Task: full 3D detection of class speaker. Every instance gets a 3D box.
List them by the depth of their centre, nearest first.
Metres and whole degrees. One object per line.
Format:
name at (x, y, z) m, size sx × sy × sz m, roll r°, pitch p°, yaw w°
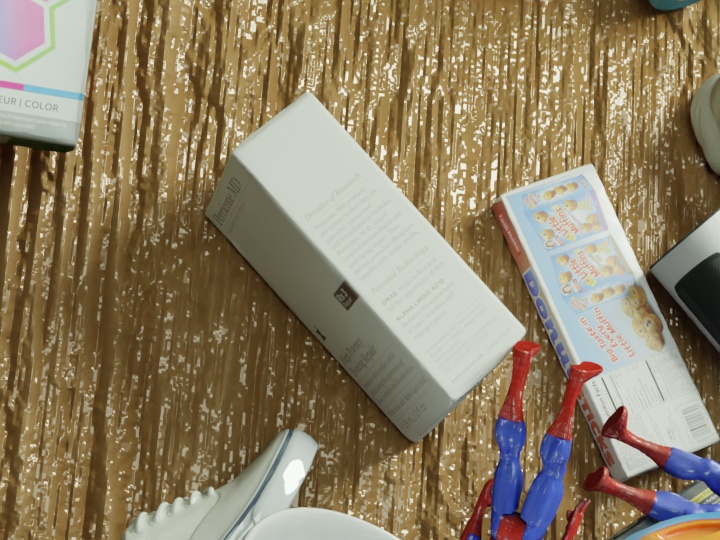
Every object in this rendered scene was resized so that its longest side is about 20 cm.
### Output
speaker at (0.280, 0.050, 1.252) m, size 0.081 × 0.081 × 0.200 m, roll -36°, pitch 84°, yaw -22°

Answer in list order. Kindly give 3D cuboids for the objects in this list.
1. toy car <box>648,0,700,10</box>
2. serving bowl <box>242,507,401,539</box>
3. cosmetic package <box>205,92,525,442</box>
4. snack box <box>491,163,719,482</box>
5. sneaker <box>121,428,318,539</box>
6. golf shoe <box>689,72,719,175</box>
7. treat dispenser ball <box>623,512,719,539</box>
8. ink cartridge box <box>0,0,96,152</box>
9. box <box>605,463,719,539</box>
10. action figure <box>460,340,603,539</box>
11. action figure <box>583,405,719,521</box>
toy car at (0.256, -0.307, 1.304) m, size 0.176 × 0.200 × 0.185 m, roll -13°, pitch 75°, yaw -18°
serving bowl at (-0.001, 0.222, 1.030) m, size 0.200 × 0.066 × 0.200 m, roll 33°, pitch 25°, yaw -18°
cosmetic package at (0.000, 0.000, 1.189) m, size 0.200 × 0.102 × 0.074 m, roll 46°, pitch 66°, yaw 6°
snack box at (0.157, 0.032, 1.257) m, size 0.072 × 0.024 × 0.201 m, roll -19°, pitch 77°, yaw -18°
sneaker at (-0.101, 0.161, 1.123) m, size 0.071 × 0.073 × 0.200 m, roll 38°, pitch 66°, yaw 1°
golf shoe at (0.292, -0.053, 1.285) m, size 0.075 × 0.092 × 0.200 m, roll -27°, pitch 81°, yaw -22°
treat dispenser ball at (0.198, 0.232, 1.053) m, size 0.200 × 0.201 × 0.202 m, roll 4°, pitch 70°, yaw -12°
ink cartridge box at (-0.205, -0.175, 1.124) m, size 0.103 × 0.059 × 0.201 m, roll 8°, pitch 88°, yaw -17°
box at (0.230, 0.212, 1.200) m, size 0.200 × 0.049 × 0.162 m, roll -31°, pitch 83°, yaw -21°
action figure at (0.095, 0.145, 1.150) m, size 0.065 × 0.052 × 0.201 m, roll 17°, pitch 101°, yaw 19°
action figure at (0.243, 0.140, 1.154) m, size 0.199 × 0.099 × 0.065 m, roll 25°, pitch 67°, yaw -6°
